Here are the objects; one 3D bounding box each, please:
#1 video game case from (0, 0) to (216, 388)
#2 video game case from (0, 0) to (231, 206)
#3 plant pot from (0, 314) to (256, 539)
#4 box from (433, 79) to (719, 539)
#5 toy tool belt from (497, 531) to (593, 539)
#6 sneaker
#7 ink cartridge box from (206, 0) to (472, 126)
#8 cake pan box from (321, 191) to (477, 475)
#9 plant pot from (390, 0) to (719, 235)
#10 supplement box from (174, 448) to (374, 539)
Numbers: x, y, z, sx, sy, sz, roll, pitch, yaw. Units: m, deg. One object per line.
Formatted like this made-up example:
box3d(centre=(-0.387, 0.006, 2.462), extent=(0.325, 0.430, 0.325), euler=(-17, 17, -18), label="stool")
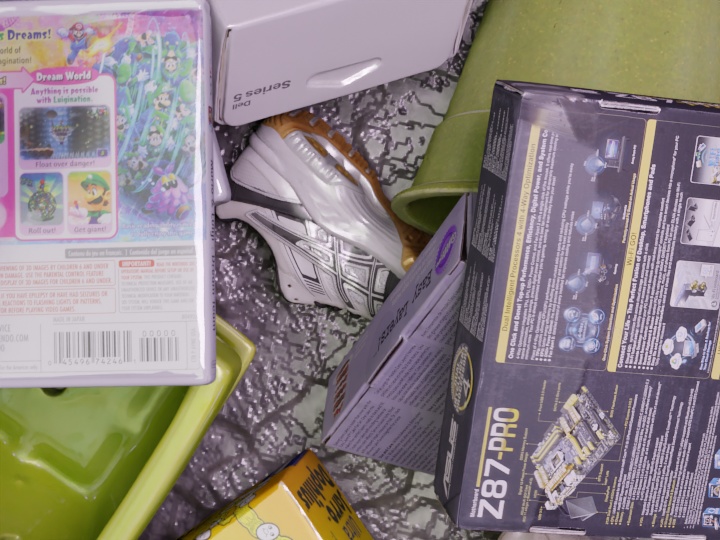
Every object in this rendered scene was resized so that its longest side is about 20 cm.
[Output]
box3d(centre=(-0.168, -0.036, 0.706), extent=(0.199, 0.024, 0.183), euler=(-1, 88, 5), label="video game case")
box3d(centre=(-0.175, -0.105, 0.733), extent=(0.181, 0.023, 0.201), euler=(-16, 87, 4), label="video game case")
box3d(centre=(-0.184, 0.070, 0.836), extent=(0.200, 0.181, 0.199), euler=(35, 97, 3), label="plant pot")
box3d(centre=(0.127, 0.022, 0.677), extent=(0.161, 0.049, 0.201), euler=(3, 103, -14), label="box")
box3d(centre=(0.094, 0.241, 0.844), extent=(0.123, 0.125, 0.200), euler=(33, 97, 12), label="toy tool belt")
box3d(centre=(0.000, 0.000, 0.875), extent=(0.200, 0.076, 0.088), euler=(46, 111, 7), label="sneaker")
box3d(centre=(-0.046, -0.193, 0.796), extent=(0.145, 0.084, 0.200), euler=(-19, 65, -19), label="ink cartridge box")
box3d(centre=(0.097, 0.053, 0.782), extent=(0.184, 0.200, 0.052), euler=(15, 52, -15), label="cake pan box")
box3d(centre=(0.132, -0.105, 0.801), extent=(0.199, 0.200, 0.190), euler=(11, 83, 6), label="plant pot")
box3d(centre=(-0.087, 0.210, 0.869), extent=(0.200, 0.109, 0.110), euler=(-35, 89, 7), label="supplement box")
